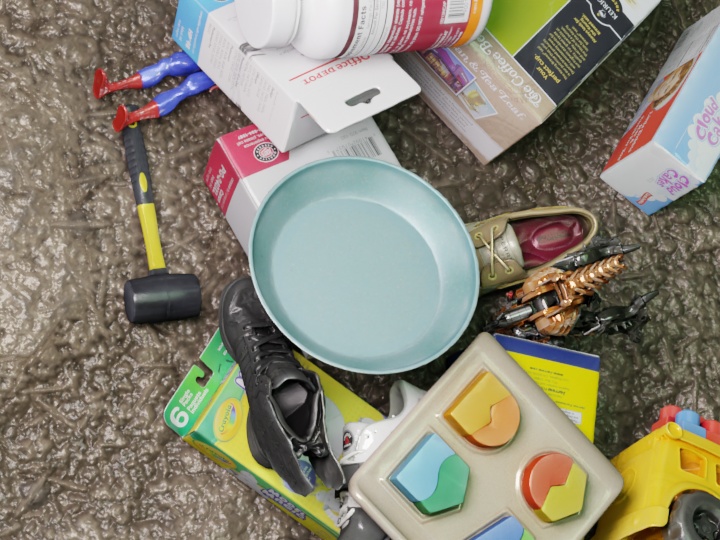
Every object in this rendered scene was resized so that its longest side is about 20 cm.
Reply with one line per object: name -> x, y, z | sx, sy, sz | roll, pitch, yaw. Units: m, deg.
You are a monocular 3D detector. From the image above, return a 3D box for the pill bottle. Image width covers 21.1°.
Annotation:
pill bottle -> 0.001, -0.236, 1.615 | 0.199, 0.113, 0.113 | -8, 79, -25

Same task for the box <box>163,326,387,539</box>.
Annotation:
box -> -0.063, 0.138, 1.677 | 0.200, 0.048, 0.117 | 35, 66, -8

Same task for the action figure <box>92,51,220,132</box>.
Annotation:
action figure -> -0.137, -0.181, 1.722 | 0.200, 0.052, 0.065 | -22, 66, -32

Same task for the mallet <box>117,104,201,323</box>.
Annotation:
mallet -> -0.195, -0.048, 1.683 | 0.066, 0.041, 0.200 | -14, 77, -21

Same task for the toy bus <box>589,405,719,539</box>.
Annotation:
toy bus -> 0.319, 0.220, 1.771 | 0.200, 0.136, 0.192 | 26, 53, -15

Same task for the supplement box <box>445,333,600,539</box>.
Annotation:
supplement box -> 0.134, 0.171, 1.710 | 0.109, 0.109, 0.201 | 13, 72, -18

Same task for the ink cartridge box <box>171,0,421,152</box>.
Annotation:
ink cartridge box -> -0.056, -0.179, 1.670 | 0.116, 0.067, 0.200 | -27, 63, -34

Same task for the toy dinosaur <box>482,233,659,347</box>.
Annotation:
toy dinosaur -> 0.185, 0.031, 1.714 | 0.135, 0.200, 0.102 | -14, 98, -25

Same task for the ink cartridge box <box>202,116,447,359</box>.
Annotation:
ink cartridge box -> -0.026, -0.041, 1.697 | 0.145, 0.083, 0.200 | -23, 73, -25

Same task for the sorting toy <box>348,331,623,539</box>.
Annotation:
sorting toy -> 0.111, 0.178, 1.615 | 0.185, 0.036, 0.200 | 46, 64, -7

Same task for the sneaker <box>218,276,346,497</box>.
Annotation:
sneaker -> -0.065, 0.092, 1.605 | 0.060, 0.104, 0.200 | -7, 79, -23

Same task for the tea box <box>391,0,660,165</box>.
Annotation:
tea box -> 0.133, -0.246, 1.805 | 0.200, 0.134, 0.197 | 47, 64, -3

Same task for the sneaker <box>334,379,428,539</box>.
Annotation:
sneaker -> 0.006, 0.177, 1.634 | 0.088, 0.074, 0.200 | 41, 57, -6

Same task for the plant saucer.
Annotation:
plant saucer -> 0.000, 0.000, 1.615 | 0.199, 0.036, 0.201 | 7, 64, -14

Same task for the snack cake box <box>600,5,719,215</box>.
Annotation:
snack cake box -> 0.323, -0.162, 1.867 | 0.067, 0.115, 0.200 | 37, 67, -9

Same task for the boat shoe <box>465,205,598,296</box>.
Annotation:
boat shoe -> 0.129, -0.020, 1.780 | 0.200, 0.066, 0.074 | -21, 86, -23
